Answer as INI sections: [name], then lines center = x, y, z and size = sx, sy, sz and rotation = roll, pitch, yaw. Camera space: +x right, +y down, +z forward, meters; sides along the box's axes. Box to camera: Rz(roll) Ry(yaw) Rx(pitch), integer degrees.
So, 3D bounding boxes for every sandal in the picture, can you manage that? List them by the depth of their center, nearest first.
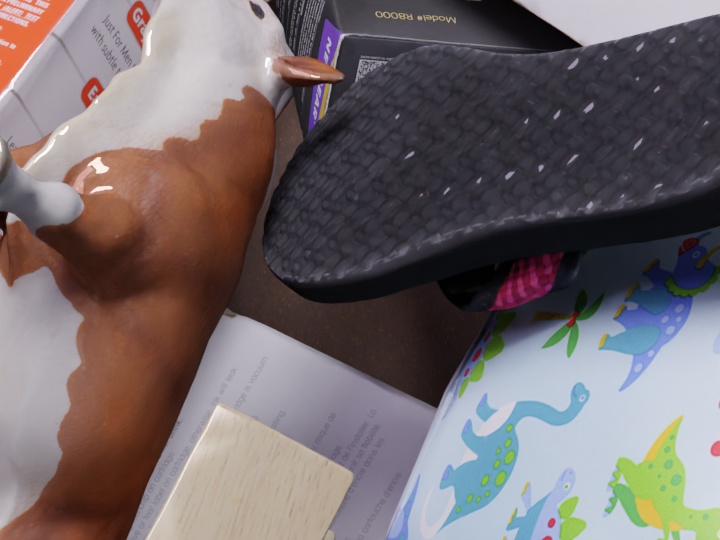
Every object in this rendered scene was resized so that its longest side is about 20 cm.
[sandal]
center = 0.044, -0.020, 0.685
size = 0.199, 0.045, 0.075
rotation = -5, 54, 52

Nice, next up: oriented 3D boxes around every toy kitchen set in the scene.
[toy kitchen set]
center = -0.018, 0.177, 0.721
size = 0.201, 0.180, 0.163
rotation = -62, 0, -18

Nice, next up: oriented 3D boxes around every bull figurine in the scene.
[bull figurine]
center = -0.079, 0.010, 0.712
size = 0.065, 0.121, 0.201
rotation = 26, 102, 38

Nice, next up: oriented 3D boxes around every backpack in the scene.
[backpack]
center = 0.112, 0.064, 0.680
size = 0.199, 0.147, 0.184
rotation = 8, 64, 51

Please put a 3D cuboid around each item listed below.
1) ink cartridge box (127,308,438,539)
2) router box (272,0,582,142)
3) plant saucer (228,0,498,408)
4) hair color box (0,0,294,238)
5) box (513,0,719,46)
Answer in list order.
[ink cartridge box]
center = -0.038, 0.121, 0.827
size = 0.199, 0.047, 0.198
rotation = 24, 76, 31
[router box]
center = 0.073, -0.086, 0.844
size = 0.158, 0.198, 0.052
rotation = -104, 22, -51
[plant saucer]
center = 0.000, 0.000, 0.921
size = 0.199, 0.034, 0.202
rotation = -6, 82, 46
[hair color box]
center = -0.107, -0.017, 0.781
size = 0.061, 0.102, 0.200
rotation = 20, 62, 33
[box]
center = 0.113, -0.140, 0.782
size = 0.152, 0.199, 0.107
rotation = 37, 127, 30
